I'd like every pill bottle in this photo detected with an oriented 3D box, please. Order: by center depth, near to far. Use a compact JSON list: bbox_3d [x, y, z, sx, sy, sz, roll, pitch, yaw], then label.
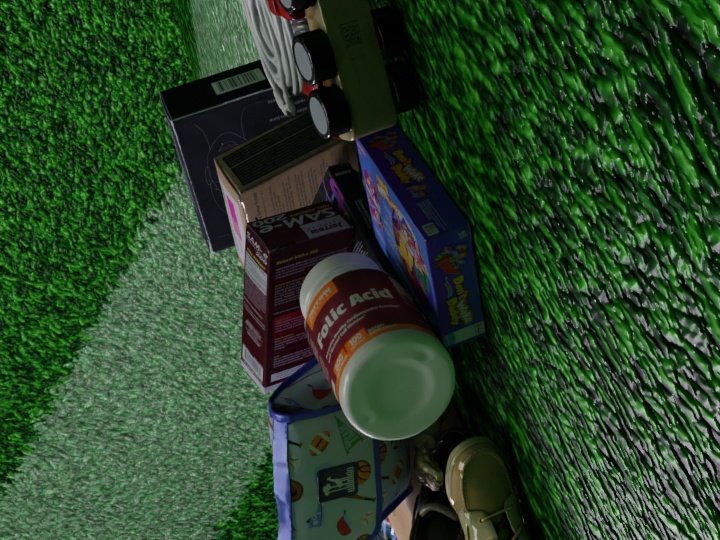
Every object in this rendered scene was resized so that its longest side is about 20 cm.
[{"bbox_3d":[0.009,0.067,1.246,0.200,0.113,0.115,-124,17,-59],"label":"pill bottle"}]

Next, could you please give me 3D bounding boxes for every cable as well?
[{"bbox_3d":[-0.091,-0.307,1.495,0.200,0.069,0.201,92,157,-65],"label":"cable"}]

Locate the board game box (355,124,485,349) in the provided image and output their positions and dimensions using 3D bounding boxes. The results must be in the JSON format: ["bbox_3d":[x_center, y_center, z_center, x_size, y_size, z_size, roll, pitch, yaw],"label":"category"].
[{"bbox_3d":[0.057,-0.038,1.242,0.201,0.044,0.135,-120,14,-50],"label":"board game box"}]

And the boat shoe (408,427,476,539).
[{"bbox_3d":[0.091,0.261,1.359,0.065,0.071,0.202,51,-132,-59],"label":"boat shoe"}]

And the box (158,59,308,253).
[{"bbox_3d":[-0.141,-0.159,1.680,0.124,0.198,0.198,-122,16,-60],"label":"box"}]

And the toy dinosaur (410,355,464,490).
[{"bbox_3d":[0.078,0.140,1.342,0.201,0.047,0.089,-73,-9,-55],"label":"toy dinosaur"}]

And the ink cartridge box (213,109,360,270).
[{"bbox_3d":[-0.082,-0.088,1.569,0.075,0.164,0.201,52,161,33],"label":"ink cartridge box"}]

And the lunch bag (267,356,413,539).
[{"bbox_3d":[-0.025,0.190,1.325,0.200,0.123,0.172,-28,-60,-56],"label":"lunch bag"}]

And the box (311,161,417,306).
[{"bbox_3d":[0.000,0.000,1.417,0.201,0.036,0.143,60,150,20],"label":"box"}]

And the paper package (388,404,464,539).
[{"bbox_3d":[0.095,0.284,1.508,0.201,0.103,0.192,88,159,-60],"label":"paper package"}]

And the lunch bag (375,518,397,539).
[{"bbox_3d":[-0.023,0.282,1.770,0.094,0.199,0.151,-56,15,25],"label":"lunch bag"}]

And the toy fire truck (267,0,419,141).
[{"bbox_3d":[-0.028,-0.225,1.199,0.200,0.128,0.178,22,131,65],"label":"toy fire truck"}]

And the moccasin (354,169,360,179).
[{"bbox_3d":[-0.003,-0.029,1.535,0.081,0.067,0.202,-104,13,-61],"label":"moccasin"}]

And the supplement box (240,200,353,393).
[{"bbox_3d":[-0.073,0.031,1.414,0.061,0.108,0.202,45,141,40],"label":"supplement box"}]

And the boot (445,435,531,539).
[{"bbox_3d":[0.151,0.278,1.257,0.156,0.072,0.202,-130,25,-61],"label":"boot"}]
